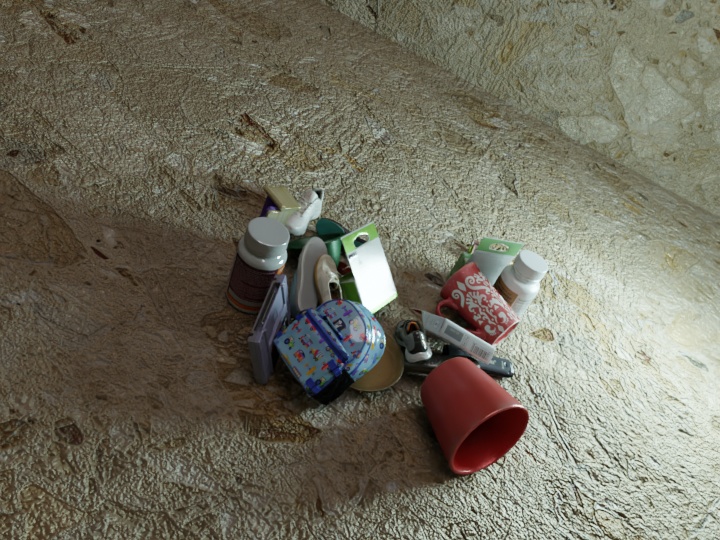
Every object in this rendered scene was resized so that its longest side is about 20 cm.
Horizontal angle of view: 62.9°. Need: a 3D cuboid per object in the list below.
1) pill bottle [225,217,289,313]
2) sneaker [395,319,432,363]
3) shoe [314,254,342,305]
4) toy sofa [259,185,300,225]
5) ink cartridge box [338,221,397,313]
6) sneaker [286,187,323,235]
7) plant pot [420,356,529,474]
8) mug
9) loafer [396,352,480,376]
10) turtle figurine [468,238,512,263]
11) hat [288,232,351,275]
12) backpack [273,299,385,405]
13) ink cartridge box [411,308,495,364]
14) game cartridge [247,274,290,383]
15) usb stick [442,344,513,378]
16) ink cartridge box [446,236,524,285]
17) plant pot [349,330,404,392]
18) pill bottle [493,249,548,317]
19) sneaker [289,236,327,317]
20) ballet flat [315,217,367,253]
[{"bbox_3d":[-0.229,-0.012,1.323,0.112,0.202,0.115,15,38,-13],"label":"pill bottle"},{"bbox_3d":[0.124,0.149,1.395,0.072,0.081,0.200,-11,13,-5],"label":"sneaker"},{"bbox_3d":[-0.064,0.056,1.355,0.069,0.053,0.205,16,62,-47],"label":"shoe"},{"bbox_3d":[-0.233,-0.101,1.426,0.096,0.202,0.083,-11,50,-44],"label":"toy sofa"},{"bbox_3d":[0.000,0.000,1.453,0.147,0.075,0.204,-29,105,-48],"label":"ink cartridge box"},{"bbox_3d":[-0.159,-0.175,1.635,0.077,0.100,0.201,27,38,2],"label":"sneaker"},{"bbox_3d":[0.229,0.298,1.259,0.197,0.204,0.178,-2,35,-31],"label":"plant pot"},{"bbox_3d":[0.311,0.112,1.589,0.201,0.177,0.133,49,7,22],"label":"mug"},{"bbox_3d":[0.180,0.237,1.381,0.195,0.071,0.075,7,20,3],"label":"loafer"},{"bbox_3d":[0.416,-0.036,1.839,0.159,0.065,0.201,25,38,-2],"label":"turtle figurine"},{"bbox_3d":[-0.092,0.004,1.532,0.197,0.180,0.165,-3,14,35],"label":"hat"},{"bbox_3d":[-0.056,0.150,1.225,0.199,0.135,0.184,-37,59,0],"label":"backpack"},{"bbox_3d":[0.214,0.156,1.439,0.158,0.048,0.199,30,-6,-19],"label":"ink cartridge box"},{"bbox_3d":[-0.187,0.122,1.248,0.037,0.132,0.202,2,41,11],"label":"game cartridge"},{"bbox_3d":[0.297,0.230,1.488,0.196,0.033,0.056,16,38,-15],"label":"usb stick"},{"bbox_3d":[0.354,-0.026,1.678,0.142,0.202,0.048,7,40,-23],"label":"ink cartridge box"},{"bbox_3d":[0.003,0.200,1.343,0.195,0.028,0.202,10,41,-9],"label":"plant pot"},{"bbox_3d":[0.433,0.048,1.639,0.112,0.202,0.116,15,38,-12],"label":"pill bottle"},{"bbox_3d":[-0.136,0.017,1.400,0.073,0.081,0.204,29,60,-30],"label":"sneaker"},{"bbox_3d":[-0.037,-0.080,1.634,0.198,0.074,0.073,32,37,17],"label":"ballet flat"}]
